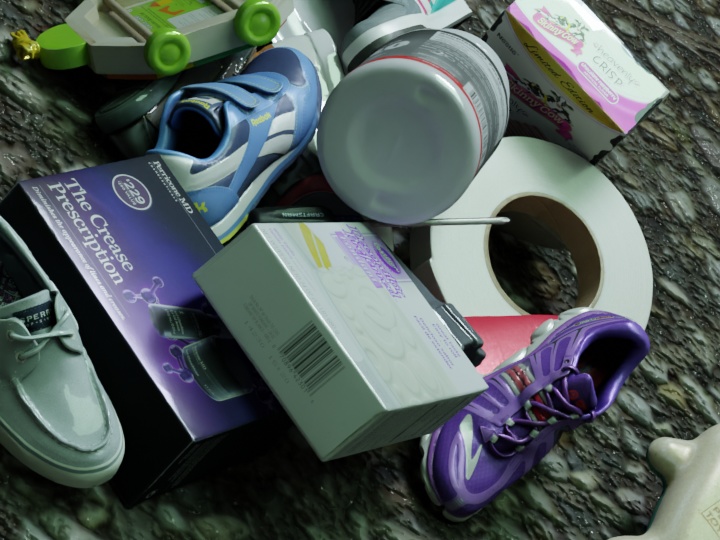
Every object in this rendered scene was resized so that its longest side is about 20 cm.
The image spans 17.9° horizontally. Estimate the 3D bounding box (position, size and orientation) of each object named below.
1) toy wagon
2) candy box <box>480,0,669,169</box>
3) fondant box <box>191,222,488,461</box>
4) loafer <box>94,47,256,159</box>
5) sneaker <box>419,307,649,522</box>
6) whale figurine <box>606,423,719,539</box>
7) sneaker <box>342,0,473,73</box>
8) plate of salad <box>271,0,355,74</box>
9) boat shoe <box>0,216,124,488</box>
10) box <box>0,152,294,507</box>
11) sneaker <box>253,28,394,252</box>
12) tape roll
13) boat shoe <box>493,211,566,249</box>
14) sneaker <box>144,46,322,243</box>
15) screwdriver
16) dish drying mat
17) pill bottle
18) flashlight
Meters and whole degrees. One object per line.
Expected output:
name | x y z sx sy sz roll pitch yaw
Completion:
toy wagon | -0.151 -0.177 1.632 0.199 0.040 0.155 -21 30 -17
candy box | 0.146 -0.136 1.830 0.136 0.200 0.061 46 65 3
fondant box | -0.009 0.041 1.471 0.145 0.058 0.200 54 17 12
loafer | -0.124 -0.131 1.664 0.063 0.072 0.200 59 38 -14
sneaker | 0.121 0.093 1.594 0.200 0.083 0.081 -43 106 -20
whale figurine | 0.257 0.198 1.701 0.199 0.104 0.159 -30 77 -31
sneaker | 0.012 -0.222 1.781 0.121 0.083 0.200 54 24 1
plate of salad | -0.016 -0.204 1.856 0.199 0.048 0.201 24 46 -28
boat shoe | -0.204 0.037 1.358 0.070 0.072 0.201 -26 69 -31
box | -0.136 0.033 1.450 0.200 0.079 0.141 54 32 13
sneaker | -0.036 -0.079 1.709 0.084 0.073 0.201 -15 69 -14
tape roll | 0.131 -0.004 1.745 0.202 0.037 0.204 11 66 -26
boat shoe | 0.098 -0.089 1.817 0.200 0.073 0.063 35 72 -20
sneaker | -0.088 -0.102 1.591 0.200 0.074 0.083 -60 139 -41
screwdriver | 0.016 -0.031 1.590 0.199 0.028 0.029 1 26 -19
dish drying mat | 0.078 0.064 1.647 0.199 0.018 0.077 -1 52 -26
pill bottle | 0.044 -0.109 1.624 0.114 0.114 0.200 44 19 -2
flashlight | 0.000 0.000 1.613 0.200 0.068 0.068 48 -9 22
